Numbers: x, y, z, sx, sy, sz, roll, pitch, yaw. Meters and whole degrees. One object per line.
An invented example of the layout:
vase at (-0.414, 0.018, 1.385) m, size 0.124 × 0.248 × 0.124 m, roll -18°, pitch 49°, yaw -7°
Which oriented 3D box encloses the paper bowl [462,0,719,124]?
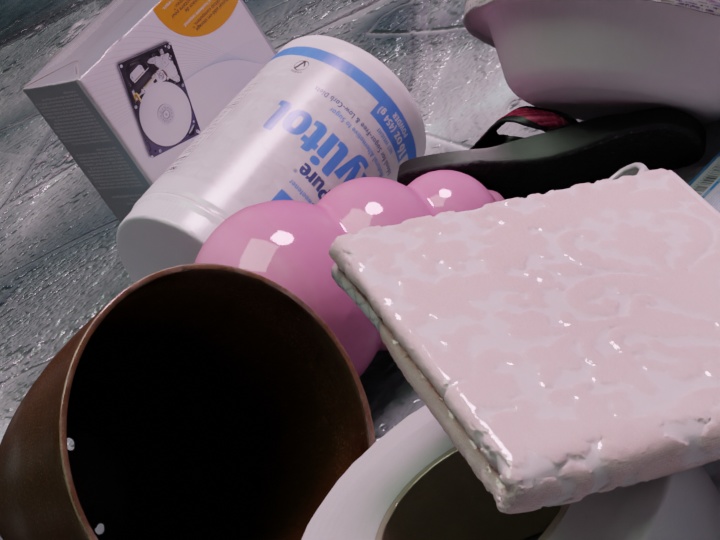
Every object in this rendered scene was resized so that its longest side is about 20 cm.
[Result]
paper bowl at (0.162, -0.149, 1.042) m, size 0.200 × 0.200 × 0.105 m, roll 2°, pitch 83°, yaw 50°

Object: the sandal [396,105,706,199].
sandal at (0.119, -0.076, 1.073) m, size 0.199 × 0.075 × 0.045 m, roll -11°, pitch 63°, yaw 26°

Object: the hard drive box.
hard drive box at (-0.123, -0.105, 1.255) m, size 0.077 × 0.200 × 0.156 m, roll 0°, pitch 43°, yaw 47°

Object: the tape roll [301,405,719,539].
tape roll at (0.068, 0.132, 0.790) m, size 0.202 × 0.071 × 0.203 m, roll -27°, pitch 27°, yaw 15°

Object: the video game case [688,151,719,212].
video game case at (0.276, -0.058, 0.932) m, size 0.143 × 0.018 × 0.200 m, roll -43°, pitch 28°, yaw -19°

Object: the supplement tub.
supplement tub at (-0.057, -0.054, 1.175) m, size 0.132 × 0.132 × 0.200 m, roll -1°, pitch 42°, yaw 48°

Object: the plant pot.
plant pot at (-0.123, 0.112, 0.951) m, size 0.200 × 0.187 × 0.187 m, roll -24°, pitch 24°, yaw 52°

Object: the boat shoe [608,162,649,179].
boat shoe at (0.110, -0.006, 0.904) m, size 0.073 × 0.065 × 0.200 m, roll -28°, pitch 1°, yaw 34°

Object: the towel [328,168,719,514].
towel at (0.109, 0.026, 0.776) m, size 0.199 × 0.032 × 0.191 m, roll -12°, pitch 37°, yaw -22°

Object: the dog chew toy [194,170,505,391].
dog chew toy at (0.000, 0.000, 1.037) m, size 0.200 × 0.125 × 0.125 m, roll -24°, pitch 24°, yaw -16°
